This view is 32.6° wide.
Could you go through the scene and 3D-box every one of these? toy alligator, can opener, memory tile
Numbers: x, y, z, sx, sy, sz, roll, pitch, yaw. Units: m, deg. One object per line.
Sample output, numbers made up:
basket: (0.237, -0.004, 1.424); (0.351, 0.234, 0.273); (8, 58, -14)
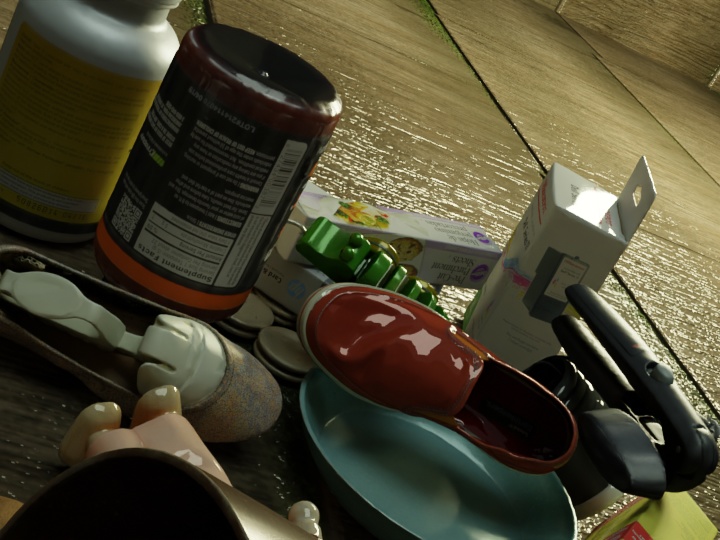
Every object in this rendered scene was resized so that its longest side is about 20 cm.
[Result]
toy alligator: (0.000, 0.000, 0.820); (0.200, 0.054, 0.059); (44, 59, -14)
can opener: (0.175, 0.071, 0.814); (0.078, 0.064, 0.200); (18, 29, -23)
memory tile: (-0.077, 0.011, 0.916); (0.200, 0.017, 0.153); (40, 24, 22)

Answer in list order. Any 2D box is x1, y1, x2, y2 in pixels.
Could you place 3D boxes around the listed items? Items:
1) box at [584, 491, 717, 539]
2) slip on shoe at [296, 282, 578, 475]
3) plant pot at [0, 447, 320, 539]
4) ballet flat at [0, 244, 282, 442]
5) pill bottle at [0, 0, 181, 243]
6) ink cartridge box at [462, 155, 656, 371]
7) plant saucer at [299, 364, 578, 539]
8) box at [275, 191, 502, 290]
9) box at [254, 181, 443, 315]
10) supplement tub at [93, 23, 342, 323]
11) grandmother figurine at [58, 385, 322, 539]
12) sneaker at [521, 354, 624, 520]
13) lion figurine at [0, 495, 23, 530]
box: (0.151, 0.187, 0.731); (0.050, 0.075, 0.200); (53, 29, 11)
slip on shoe: (0.053, 0.067, 0.774); (0.199, 0.074, 0.061); (31, -12, -6)
plant pot: (-0.027, 0.182, 0.438); (0.200, 0.187, 0.187); (29, 17, -41)
ballet flat: (-0.137, 0.042, 0.701); (0.199, 0.068, 0.067); (22, -22, -2)
pill bottle: (-0.189, -0.127, 0.830); (0.112, 0.201, 0.112); (24, 23, -11)
ink cartridge box: (0.155, -0.009, 0.993); (0.067, 0.201, 0.117); (28, 22, -4)
plant saucer: (0.044, 0.129, 0.784); (0.199, 0.036, 0.200); (25, 23, -11)
box: (0.021, -0.021, 0.922); (0.199, 0.042, 0.039); (9, 31, -40)
box: (-0.040, -0.019, 0.949); (0.199, 0.041, 0.156); (34, 23, 7)
supplement tub: (-0.098, -0.042, 0.760); (0.107, 0.201, 0.107); (25, 24, -12)
grandmother figurine: (-0.069, 0.143, 0.600); (0.121, 0.061, 0.200); (-19, 49, -25)
sneaker: (0.168, 0.096, 0.922); (0.099, 0.071, 0.200); (56, 27, -4)
lion figurine: (-0.196, 0.099, 0.537); (0.200, 0.072, 0.122); (45, 10, 0)
